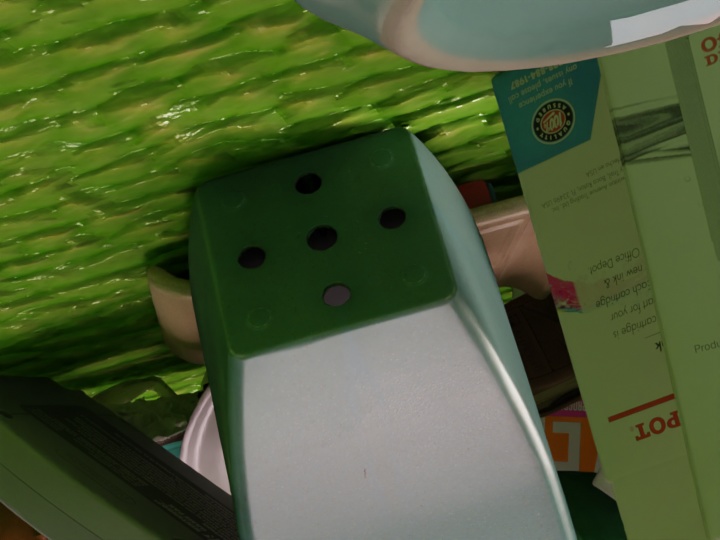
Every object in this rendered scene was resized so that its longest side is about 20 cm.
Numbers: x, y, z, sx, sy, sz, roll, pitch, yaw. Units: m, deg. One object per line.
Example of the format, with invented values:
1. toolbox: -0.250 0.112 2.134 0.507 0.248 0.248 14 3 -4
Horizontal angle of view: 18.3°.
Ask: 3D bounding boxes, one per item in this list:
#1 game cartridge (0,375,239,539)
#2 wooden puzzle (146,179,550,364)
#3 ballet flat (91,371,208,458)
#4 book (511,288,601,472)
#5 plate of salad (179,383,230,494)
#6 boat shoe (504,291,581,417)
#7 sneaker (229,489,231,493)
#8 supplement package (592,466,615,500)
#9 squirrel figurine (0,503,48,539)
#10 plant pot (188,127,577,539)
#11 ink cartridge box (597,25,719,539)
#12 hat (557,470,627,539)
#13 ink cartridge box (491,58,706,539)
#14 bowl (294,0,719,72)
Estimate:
1. game cartridge: -0.117 0.115 1.110 0.041 0.199 0.133 -60 157 5
2. wooden puzzle: 0.000 0.000 1.062 0.198 0.038 0.185 -10 169 -4
3. ballet flat: -0.093 0.082 1.262 0.198 0.072 0.072 -10 168 -27
4. book: 0.149 0.103 1.245 0.132 0.202 0.048 1 175 18
5. plate of salad: -0.011 0.072 1.230 0.199 0.048 0.201 -18 138 -17
6. boat shoe: 0.045 0.069 1.171 0.199 0.073 0.072 -23 152 -3
7. sneaker: -0.022 0.112 1.057 0.088 0.201 0.081 13 140 -26
8. supplement package: 0.243 0.110 1.096 0.111 0.199 0.155 -61 156 12
9. squirrel figurine: -0.170 0.209 1.447 0.140 0.188 0.200 -10 168 -24
10. plant pot: 0.002 0.045 0.923 0.140 0.142 0.201 -15 141 0
11. ink cartridge box: 0.137 -0.027 0.667 0.082 0.202 0.146 -16 170 23
12. hat: 0.176 0.131 1.162 0.175 0.166 0.201 -31 129 -12
13. ink cartridge box: 0.134 0.004 0.808 0.115 0.202 0.068 -23 167 38
14. bowl: 0.044 -0.104 0.399 0.199 0.106 0.201 -15 170 -3
